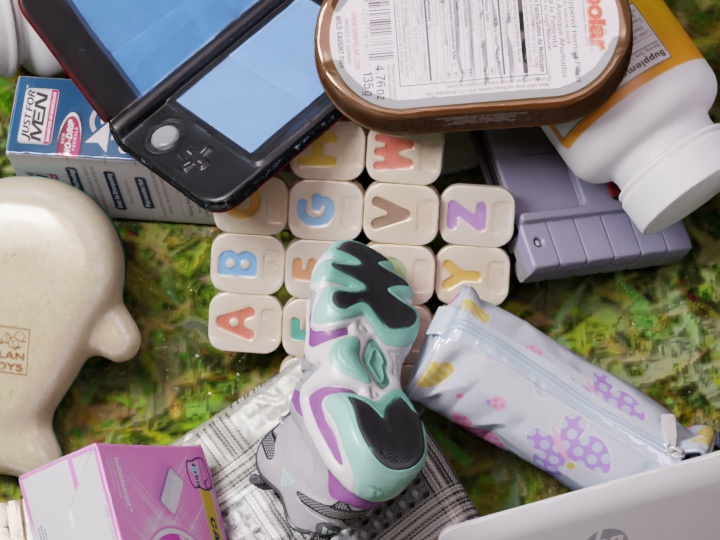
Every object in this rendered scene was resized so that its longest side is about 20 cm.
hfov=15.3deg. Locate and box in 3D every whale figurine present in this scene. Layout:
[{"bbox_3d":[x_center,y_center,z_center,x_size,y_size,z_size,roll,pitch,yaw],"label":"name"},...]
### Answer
[{"bbox_3d":[-0.219,0.038,1.762,0.158,0.104,0.201,5,94,6],"label":"whale figurine"}]

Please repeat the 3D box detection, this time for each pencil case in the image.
[{"bbox_3d":[0.126,0.090,1.684,0.199,0.091,0.083,30,84,2],"label":"pencil case"}]

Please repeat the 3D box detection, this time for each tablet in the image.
[{"bbox_3d":[0.153,0.180,1.653,0.199,0.131,0.014,-16,39,-2],"label":"tablet"}]

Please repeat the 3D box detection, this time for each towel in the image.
[{"bbox_3d":[-0.038,0.159,1.696,0.200,0.035,0.193,-35,70,8],"label":"towel"}]

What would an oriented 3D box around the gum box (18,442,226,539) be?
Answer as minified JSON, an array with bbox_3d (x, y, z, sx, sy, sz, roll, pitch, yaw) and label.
[{"bbox_3d":[-0.128,0.211,1.643,0.066,0.113,0.201,-24,74,28],"label":"gum box"}]

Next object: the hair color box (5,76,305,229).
[{"bbox_3d":[-0.127,-0.077,1.782,0.199,0.100,0.061,4,67,5],"label":"hair color box"}]

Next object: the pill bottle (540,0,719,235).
[{"bbox_3d":[0.159,-0.127,1.719,0.111,0.111,0.200,-32,78,-8],"label":"pill bottle"}]

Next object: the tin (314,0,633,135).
[{"bbox_3d":[0.070,-0.143,1.652,0.199,0.042,0.113,-5,82,2],"label":"tin"}]

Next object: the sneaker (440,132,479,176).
[{"bbox_3d":[0.006,-0.118,1.797,0.199,0.081,0.077,11,69,5],"label":"sneaker"}]

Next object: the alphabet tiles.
[{"bbox_3d":[0.000,0.000,1.725,0.194,0.015,0.201,4,106,2],"label":"alphabet tiles"}]

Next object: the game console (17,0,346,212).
[{"bbox_3d":[-0.082,-0.164,1.693,0.200,0.119,0.172,-41,46,-15],"label":"game console"}]

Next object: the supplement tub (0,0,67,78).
[{"bbox_3d":[-0.173,-0.212,1.794,0.199,0.146,0.146,-17,68,-17],"label":"supplement tub"}]

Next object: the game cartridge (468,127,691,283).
[{"bbox_3d":[0.135,-0.092,1.777,0.129,0.038,0.201,-9,67,-22],"label":"game cartridge"}]

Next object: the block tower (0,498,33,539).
[{"bbox_3d":[-0.259,0.187,1.717,0.199,0.054,0.058,-10,69,0],"label":"block tower"}]

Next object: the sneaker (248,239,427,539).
[{"bbox_3d":[-0.027,0.085,1.665,0.077,0.140,0.201,25,39,-23],"label":"sneaker"}]
